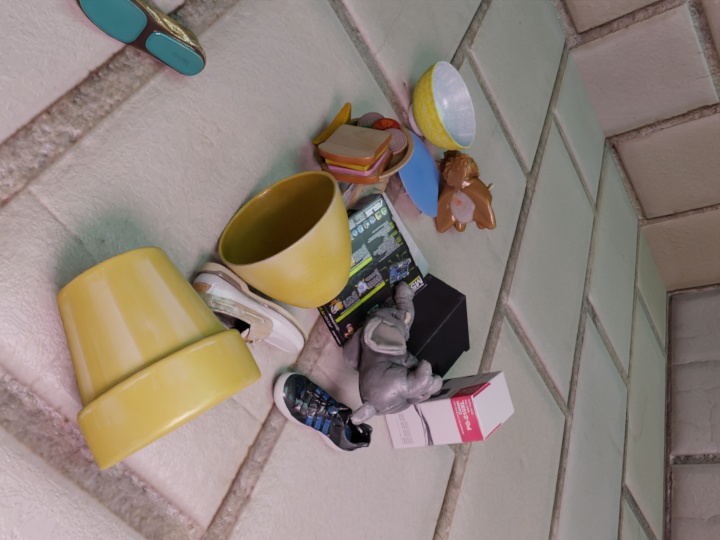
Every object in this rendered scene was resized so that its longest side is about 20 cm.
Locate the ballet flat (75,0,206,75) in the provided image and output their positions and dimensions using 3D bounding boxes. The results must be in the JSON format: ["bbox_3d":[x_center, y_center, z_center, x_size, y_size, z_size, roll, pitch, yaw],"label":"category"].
[{"bbox_3d":[-0.299,-0.339,0.873,0.199,0.070,0.072,25,60,-47],"label":"ballet flat"}]

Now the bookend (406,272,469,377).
[{"bbox_3d":[0.115,0.149,1.225,0.199,0.091,0.201,-47,148,-20],"label":"bookend"}]

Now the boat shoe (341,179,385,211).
[{"bbox_3d":[-0.023,-0.095,1.158,0.071,0.069,0.202,39,70,-27],"label":"boat shoe"}]

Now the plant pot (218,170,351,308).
[{"bbox_3d":[-0.089,-0.029,0.949,0.143,0.197,0.202,57,40,-34],"label":"plant pot"}]

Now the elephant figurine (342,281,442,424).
[{"bbox_3d":[0.037,0.127,1.049,0.155,0.140,0.203,19,43,-63],"label":"elephant figurine"}]

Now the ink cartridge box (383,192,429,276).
[{"bbox_3d":[0.055,-0.024,1.259,0.201,0.056,0.164,52,43,-25],"label":"ink cartridge box"}]

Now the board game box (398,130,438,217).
[{"bbox_3d":[0.115,-0.210,1.406,0.158,0.038,0.203,42,41,-37],"label":"board game box"}]

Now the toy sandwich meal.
[{"bbox_3d":[0.002,-0.231,1.139,0.071,0.201,0.207,82,24,-48],"label":"toy sandwich meal"}]

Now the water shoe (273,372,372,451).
[{"bbox_3d":[-0.053,0.220,1.008,0.200,0.078,0.072,45,46,-36],"label":"water shoe"}]

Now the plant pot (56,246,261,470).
[{"bbox_3d":[-0.241,0.088,0.719,0.200,0.200,0.191,-25,83,-53],"label":"plant pot"}]

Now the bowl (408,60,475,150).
[{"bbox_3d":[0.175,-0.366,1.474,0.199,0.106,0.204,22,62,-48],"label":"bowl"}]

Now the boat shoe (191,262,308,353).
[{"bbox_3d":[-0.162,0.073,0.919,0.199,0.074,0.069,38,52,-27],"label":"boat shoe"}]

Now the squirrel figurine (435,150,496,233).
[{"bbox_3d":[0.259,-0.195,1.515,0.186,0.139,0.204,-32,110,-59],"label":"squirrel figurine"}]

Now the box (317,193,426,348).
[{"bbox_3d":[0.000,0.000,1.110,0.199,0.047,0.195,-38,113,-22],"label":"box"}]

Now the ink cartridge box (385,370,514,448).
[{"bbox_3d":[0.163,0.260,1.188,0.144,0.198,0.086,-17,90,-53],"label":"ink cartridge box"}]
